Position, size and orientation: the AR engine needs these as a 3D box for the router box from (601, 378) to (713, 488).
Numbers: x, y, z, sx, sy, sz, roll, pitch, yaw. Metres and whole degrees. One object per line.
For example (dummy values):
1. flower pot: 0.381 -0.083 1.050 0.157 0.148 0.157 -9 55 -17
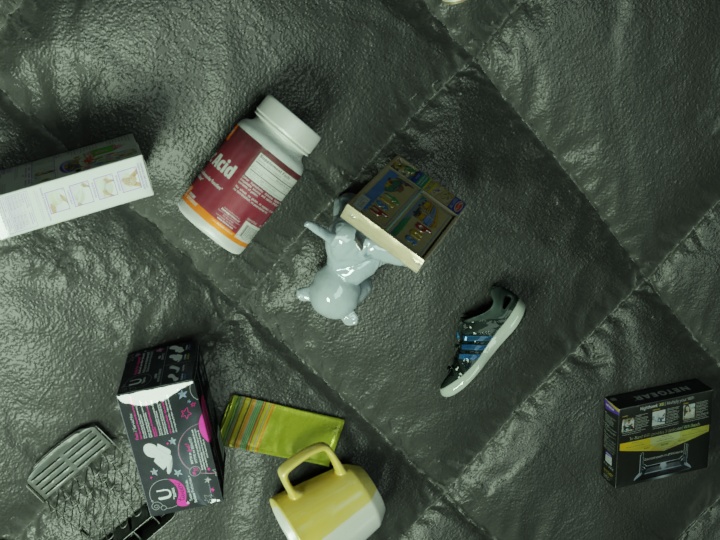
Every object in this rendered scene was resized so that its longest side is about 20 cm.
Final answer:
1. router box: 0.533 0.293 1.789 0.196 0.052 0.160 -8 110 -16

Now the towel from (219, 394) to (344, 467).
1. towel: -0.125 0.255 1.568 0.197 0.018 0.087 16 103 -23

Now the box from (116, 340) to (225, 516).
1. box: -0.271 0.226 1.439 0.113 0.132 0.203 -10 112 -2

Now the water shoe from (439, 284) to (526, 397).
1. water shoe: 0.182 0.112 1.610 0.079 0.071 0.201 40 94 2

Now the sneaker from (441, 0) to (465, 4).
1. sneaker: 0.190 -0.461 1.405 0.198 0.067 0.091 -29 120 -5

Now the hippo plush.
1. hippo plush: 0.000 0.000 1.439 0.157 0.200 0.163 21 114 7

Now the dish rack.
1. dish rack: -0.390 0.336 1.483 0.153 0.055 0.201 -39 115 -4

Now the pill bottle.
1. pill bottle: -0.151 -0.135 1.373 0.114 0.114 0.201 37 93 -26

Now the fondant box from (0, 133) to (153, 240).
1. fondant box: -0.376 -0.112 1.286 0.197 0.144 0.059 -19 113 -12

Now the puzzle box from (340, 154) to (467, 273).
1. puzzle box: 0.066 -0.085 1.404 0.132 0.200 0.026 36 125 3

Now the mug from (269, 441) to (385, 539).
1. mug: -0.045 0.376 1.564 0.152 0.150 0.188 -29 147 -16
